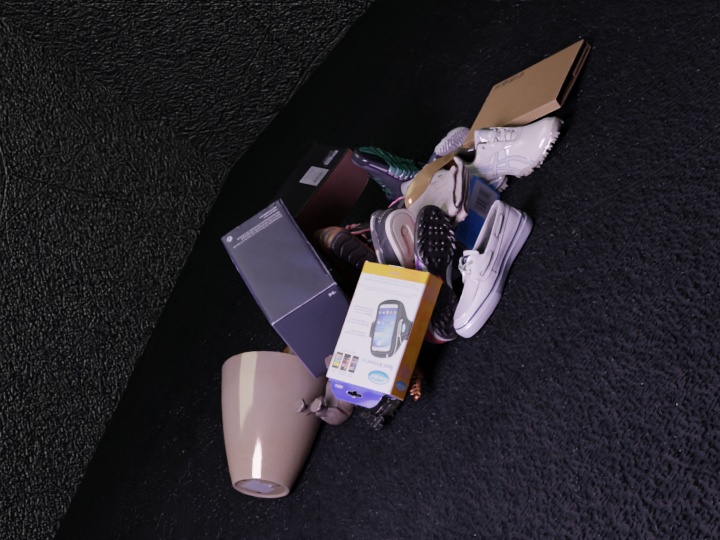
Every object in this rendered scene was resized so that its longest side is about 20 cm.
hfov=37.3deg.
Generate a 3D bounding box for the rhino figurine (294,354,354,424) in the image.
[{"bbox_3d":[-0.012,0.161,1.679,0.200,0.087,0.060,-54,44,9],"label":"rhino figurine"}]

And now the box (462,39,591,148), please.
[{"bbox_3d":[0.265,-0.279,1.714,0.200,0.021,0.164,-21,31,46],"label":"box"}]

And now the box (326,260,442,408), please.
[{"bbox_3d":[0.029,0.092,1.484,0.119,0.041,0.200,11,79,40],"label":"box"}]

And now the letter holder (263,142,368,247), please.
[{"bbox_3d":[-0.071,-0.107,1.940,0.101,0.142,0.200,15,62,47],"label":"letter holder"}]

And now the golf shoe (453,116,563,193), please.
[{"bbox_3d":[0.220,-0.187,1.632,0.200,0.097,0.078,-35,25,48],"label":"golf shoe"}]

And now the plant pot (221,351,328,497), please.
[{"bbox_3d":[-0.151,0.264,1.758,0.187,0.187,0.200,-37,39,50],"label":"plant pot"}]

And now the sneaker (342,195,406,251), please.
[{"bbox_3d":[0.036,-0.063,1.777,0.200,0.079,0.095,-28,3,11],"label":"sneaker"}]

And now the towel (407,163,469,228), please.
[{"bbox_3d":[0.097,-0.070,1.647,0.200,0.034,0.133,-46,20,32],"label":"towel"}]

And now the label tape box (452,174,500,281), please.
[{"bbox_3d":[0.125,-0.039,1.684,0.200,0.063,0.144,-39,23,46],"label":"label tape box"}]

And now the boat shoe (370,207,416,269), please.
[{"bbox_3d":[0.065,0.002,1.587,0.072,0.200,0.068,-31,22,-37],"label":"boat shoe"}]

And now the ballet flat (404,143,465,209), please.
[{"bbox_3d":[0.154,-0.161,1.748,0.200,0.069,0.063,-41,25,-23],"label":"ballet flat"}]

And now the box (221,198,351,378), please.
[{"bbox_3d":[-0.099,0.032,1.684,0.123,0.200,0.198,-34,54,-2],"label":"box"}]

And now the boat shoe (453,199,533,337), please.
[{"bbox_3d":[0.167,-0.006,1.492,0.200,0.067,0.074,-63,17,-18],"label":"boat shoe"}]

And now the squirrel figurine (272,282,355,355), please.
[{"bbox_3d":[-0.076,0.116,1.914,0.187,0.141,0.200,-62,-1,22],"label":"squirrel figurine"}]

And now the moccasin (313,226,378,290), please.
[{"bbox_3d":[-0.001,0.001,1.729,0.078,0.201,0.074,17,74,56],"label":"moccasin"}]

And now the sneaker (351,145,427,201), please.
[{"bbox_3d":[0.053,-0.163,1.939,0.088,0.200,0.074,-58,44,23],"label":"sneaker"}]

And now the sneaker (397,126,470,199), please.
[{"bbox_3d":[0.124,-0.162,1.888,0.130,0.079,0.199,8,76,63],"label":"sneaker"}]

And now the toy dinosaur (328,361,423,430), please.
[{"bbox_3d":[0.038,0.150,1.547,0.136,0.102,0.200,-44,-2,-7],"label":"toy dinosaur"}]

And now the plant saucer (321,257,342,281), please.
[{"bbox_3d":[0.001,-0.024,1.919,0.200,0.036,0.200,-15,16,4],"label":"plant saucer"}]

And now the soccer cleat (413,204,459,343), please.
[{"bbox_3d":[0.101,0.007,1.542,0.073,0.068,0.200,152,114,-62],"label":"soccer cleat"}]
